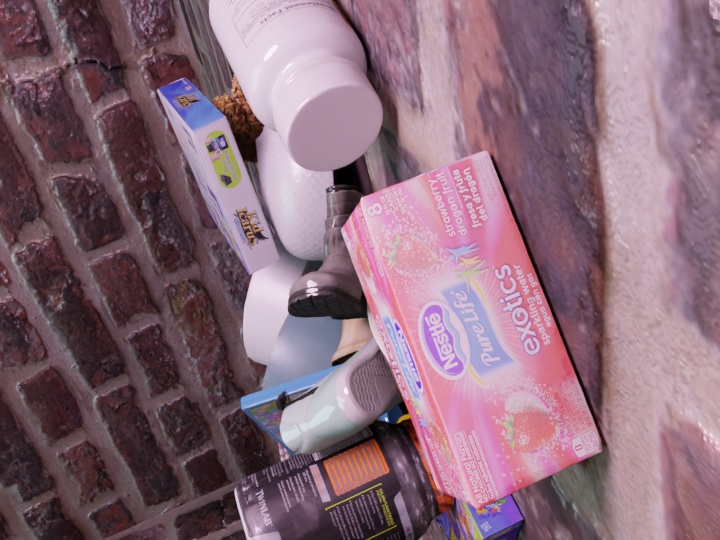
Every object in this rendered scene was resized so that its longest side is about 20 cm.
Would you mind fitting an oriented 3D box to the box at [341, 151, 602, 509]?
[{"bbox_3d":[0.068,0.040,0.535,0.103,0.093,0.204,140,110,-78],"label":"box"}]

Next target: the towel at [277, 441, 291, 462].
[{"bbox_3d":[-0.098,0.236,1.208,0.147,0.029,0.204,-61,-36,-64],"label":"towel"}]

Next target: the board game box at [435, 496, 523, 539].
[{"bbox_3d":[0.109,0.240,0.841,0.202,0.044,0.136,85,162,-55],"label":"board game box"}]

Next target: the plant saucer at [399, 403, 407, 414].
[{"bbox_3d":[0.022,0.235,1.184,0.199,0.029,0.205,27,121,56],"label":"plant saucer"}]

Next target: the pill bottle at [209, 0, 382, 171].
[{"bbox_3d":[-0.057,-0.188,0.714,0.115,0.112,0.202,83,164,-52],"label":"pill bottle"}]

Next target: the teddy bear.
[{"bbox_3d":[-0.128,-0.219,0.978,0.066,0.147,0.201,30,162,6],"label":"teddy bear"}]

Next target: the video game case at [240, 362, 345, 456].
[{"bbox_3d":[-0.041,0.179,0.971,0.201,0.140,0.018,60,-166,-54],"label":"video game case"}]

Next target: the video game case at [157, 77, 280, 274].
[{"bbox_3d":[-0.171,-0.118,0.956,0.200,0.045,0.184,47,158,55],"label":"video game case"}]

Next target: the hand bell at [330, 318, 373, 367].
[{"bbox_3d":[0.000,0.000,0.923,0.104,0.102,0.205,103,158,-72],"label":"hand bell"}]

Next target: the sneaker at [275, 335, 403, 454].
[{"bbox_3d":[-0.005,0.115,0.792,0.075,0.117,0.199,61,-151,5],"label":"sneaker"}]

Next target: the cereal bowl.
[{"bbox_3d":[-0.080,-0.111,0.948,0.200,0.081,0.205,175,90,-84],"label":"cereal bowl"}]

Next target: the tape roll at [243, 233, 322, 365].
[{"bbox_3d":[-0.093,0.041,1.146,0.202,0.069,0.207,14,-91,-74],"label":"tape roll"}]

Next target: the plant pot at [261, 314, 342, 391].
[{"bbox_3d":[-0.030,0.140,1.073,0.132,0.202,0.202,18,149,16],"label":"plant pot"}]

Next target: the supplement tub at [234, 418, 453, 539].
[{"bbox_3d":[-0.015,0.228,0.788,0.122,0.196,0.125,159,90,-80],"label":"supplement tub"}]

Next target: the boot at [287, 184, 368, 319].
[{"bbox_3d":[-0.025,-0.021,0.781,0.200,0.066,0.134,18,-112,-74],"label":"boot"}]

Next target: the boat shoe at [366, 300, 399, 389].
[{"bbox_3d":[0.056,0.078,0.736,0.061,0.071,0.205,67,-177,-57],"label":"boat shoe"}]

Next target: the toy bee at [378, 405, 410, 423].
[{"bbox_3d":[0.031,0.209,0.923,0.131,0.197,0.111,-43,43,38],"label":"toy bee"}]

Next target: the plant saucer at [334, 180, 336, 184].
[{"bbox_3d":[-0.024,-0.039,1.099,0.070,0.019,0.204,-131,23,-64],"label":"plant saucer"}]
